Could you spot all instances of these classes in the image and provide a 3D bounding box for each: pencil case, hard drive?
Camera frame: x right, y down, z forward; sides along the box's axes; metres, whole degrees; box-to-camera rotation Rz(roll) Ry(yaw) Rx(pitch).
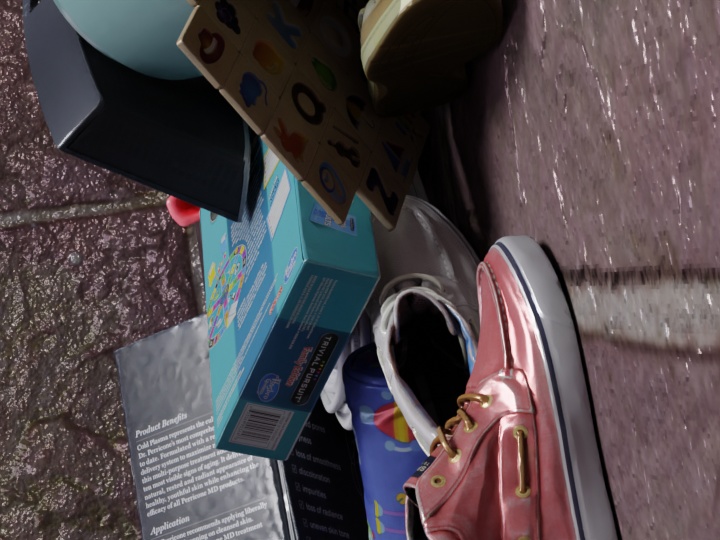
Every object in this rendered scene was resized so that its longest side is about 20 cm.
[{"bbox_3d":[0.036,0.128,1.285,0.087,0.077,0.202,-110,12,-65],"label":"pencil case"},{"bbox_3d":[-0.131,-0.114,1.302,0.042,0.134,0.201,-56,29,22],"label":"hard drive"}]

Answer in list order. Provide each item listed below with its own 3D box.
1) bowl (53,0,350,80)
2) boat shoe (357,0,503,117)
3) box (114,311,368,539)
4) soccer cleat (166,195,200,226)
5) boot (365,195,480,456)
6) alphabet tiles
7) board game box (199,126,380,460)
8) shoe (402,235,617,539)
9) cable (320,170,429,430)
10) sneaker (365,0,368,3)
[{"bbox_3d":[-0.110,-0.189,1.245,0.105,0.200,0.202,-34,56,34],"label":"bowl"},{"bbox_3d":[0.030,-0.134,1.138,0.201,0.072,0.064,89,167,-81],"label":"boat shoe"},{"bbox_3d":[-0.054,0.146,1.494,0.200,0.123,0.198,26,-131,-56],"label":"box"},{"bbox_3d":[-0.077,-0.097,1.403,0.067,0.076,0.200,44,149,11],"label":"soccer cleat"},{"bbox_3d":[0.039,0.026,1.167,0.096,0.073,0.201,63,-177,-59],"label":"boot"},{"bbox_3d":[-0.033,-0.121,1.188,0.200,0.006,0.167,48,-145,-23],"label":"alphabet tiles"},{"bbox_3d":[-0.045,-0.017,1.263,0.201,0.046,0.152,-97,27,-46],"label":"board game box"},{"bbox_3d":[0.062,0.081,1.050,0.072,0.090,0.202,104,156,-68],"label":"shoe"},{"bbox_3d":[0.000,0.000,1.386,0.201,0.069,0.201,-111,15,-46],"label":"cable"},{"bbox_3d":[-0.016,-0.181,1.391,0.072,0.083,0.200,54,149,-8],"label":"sneaker"}]
